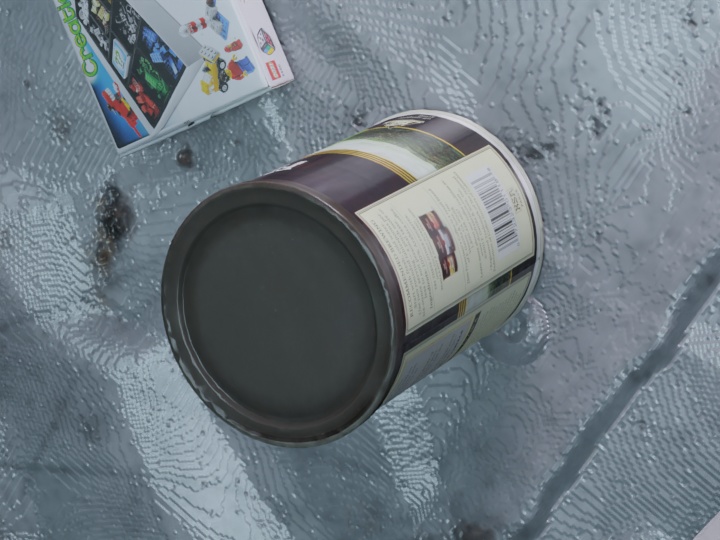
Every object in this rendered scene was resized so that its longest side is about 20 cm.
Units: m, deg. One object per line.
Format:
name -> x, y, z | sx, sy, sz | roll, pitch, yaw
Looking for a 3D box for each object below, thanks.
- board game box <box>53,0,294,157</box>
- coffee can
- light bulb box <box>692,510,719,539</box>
board game box -> -0.134, -0.185, 1.433 | 0.126, 0.035, 0.201 | -20, 94, 31
coffee can -> 0.000, 0.000, 1.317 | 0.145, 0.200, 0.148 | 8, 108, 26
light bulb box -> 0.302, 0.218, 1.261 | 0.197, 0.125, 0.202 | -10, 99, 30
